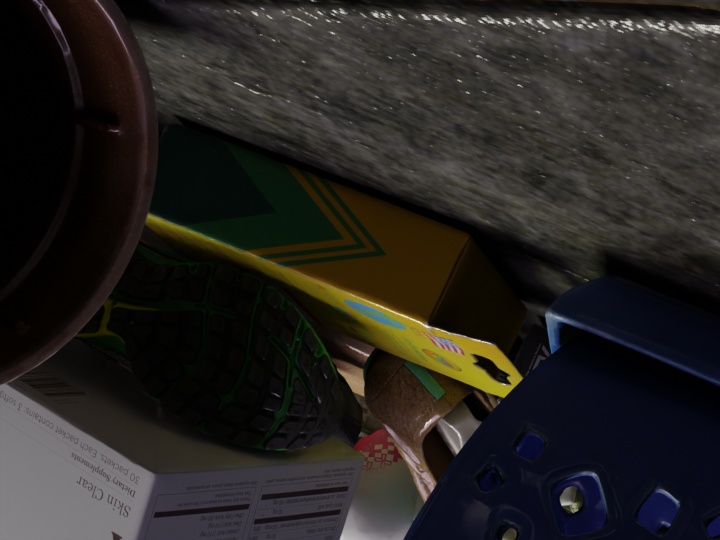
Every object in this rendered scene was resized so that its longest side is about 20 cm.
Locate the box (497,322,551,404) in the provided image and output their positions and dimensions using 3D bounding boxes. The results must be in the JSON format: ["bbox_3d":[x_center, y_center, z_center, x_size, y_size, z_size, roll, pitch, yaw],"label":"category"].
[{"bbox_3d":[0.167,0.100,1.333,0.158,0.048,0.200,21,170,18],"label":"box"}]

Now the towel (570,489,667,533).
[{"bbox_3d":[0.204,0.169,1.471,0.148,0.037,0.200,17,-173,-11],"label":"towel"}]

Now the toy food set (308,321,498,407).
[{"bbox_3d":[-0.010,0.030,1.400,0.200,0.049,0.198,24,170,5],"label":"toy food set"}]

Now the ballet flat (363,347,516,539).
[{"bbox_3d":[0.066,0.106,1.325,0.072,0.068,0.200,38,166,41],"label":"ballet flat"}]

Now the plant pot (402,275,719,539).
[{"bbox_3d":[0.141,0.119,1.118,0.200,0.180,0.200,23,170,13],"label":"plant pot"}]

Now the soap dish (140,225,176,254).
[{"bbox_3d":[-0.141,0.013,1.532,0.200,0.081,0.157,31,168,-36],"label":"soap dish"}]

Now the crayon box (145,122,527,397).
[{"bbox_3d":[0.000,0.000,1.212,0.200,0.051,0.127,22,170,21],"label":"crayon box"}]

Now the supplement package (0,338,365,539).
[{"bbox_3d":[-0.131,0.107,1.261,0.200,0.111,0.156,26,-164,37],"label":"supplement package"}]

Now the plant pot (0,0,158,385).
[{"bbox_3d":[-0.217,-0.065,1.051,0.200,0.200,0.198,31,177,-33],"label":"plant pot"}]

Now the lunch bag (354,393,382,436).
[{"bbox_3d":[-0.009,0.135,1.599,0.139,0.168,0.200,31,169,-30],"label":"lunch bag"}]

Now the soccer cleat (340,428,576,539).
[{"bbox_3d":[0.057,0.123,1.431,0.086,0.070,0.200,13,-167,30],"label":"soccer cleat"}]

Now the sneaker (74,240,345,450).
[{"bbox_3d":[-0.088,0.026,1.241,0.200,0.078,0.085,31,180,21],"label":"sneaker"}]

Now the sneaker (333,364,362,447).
[{"bbox_3d":[-0.079,0.066,1.391,0.200,0.071,0.098,11,163,40],"label":"sneaker"}]
